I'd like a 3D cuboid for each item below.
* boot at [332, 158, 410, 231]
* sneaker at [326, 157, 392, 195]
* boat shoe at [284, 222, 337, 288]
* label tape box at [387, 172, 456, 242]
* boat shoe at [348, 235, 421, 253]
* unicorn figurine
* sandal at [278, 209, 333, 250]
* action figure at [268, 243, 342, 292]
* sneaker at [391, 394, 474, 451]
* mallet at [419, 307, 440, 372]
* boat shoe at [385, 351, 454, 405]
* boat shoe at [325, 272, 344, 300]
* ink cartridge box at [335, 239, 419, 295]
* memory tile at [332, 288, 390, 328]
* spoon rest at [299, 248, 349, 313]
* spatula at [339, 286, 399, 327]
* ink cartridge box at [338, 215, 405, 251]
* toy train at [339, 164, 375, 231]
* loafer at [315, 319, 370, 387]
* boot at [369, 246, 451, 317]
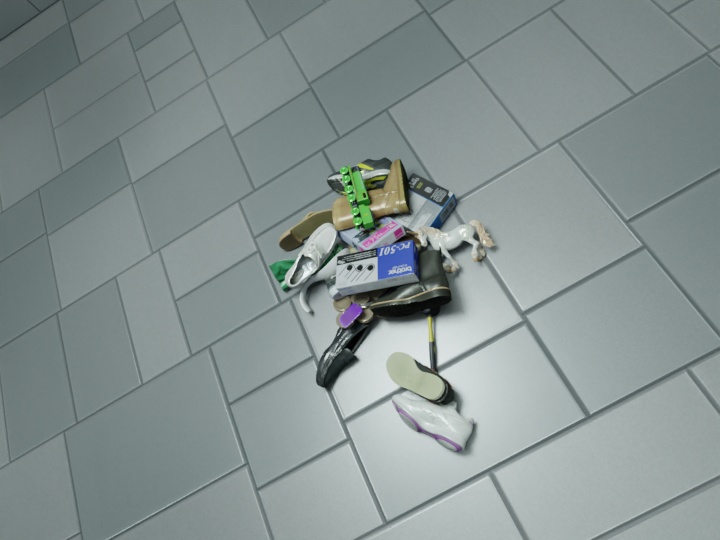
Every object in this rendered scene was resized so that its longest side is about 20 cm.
[{"bbox_3d":[0.024,-0.202,1.404,0.200,0.066,0.175,-13,53,18],"label":"boot"},{"bbox_3d":[0.003,-0.270,1.517,0.200,0.075,0.085,-3,54,15],"label":"sneaker"},{"bbox_3d":[-0.122,-0.035,1.381,0.071,0.069,0.200,34,88,-9],"label":"boat shoe"},{"bbox_3d":[0.135,-0.180,1.431,0.200,0.066,0.143,33,83,25],"label":"label tape box"},{"bbox_3d":[0.068,-0.049,1.409,0.200,0.072,0.065,-4,109,18],"label":"boat shoe"},{"bbox_3d":[0.223,-0.067,1.335,0.200,0.074,0.138,-23,89,-10],"label":"unicorn figurine"},{"bbox_3d":[-0.144,-0.137,1.507,0.211,0.078,0.070,-28,44,17],"label":"sandal"},{"bbox_3d":[-0.140,-0.023,1.456,0.200,0.118,0.055,-23,52,0],"label":"action figure"},{"bbox_3d":[0.167,0.333,1.231,0.200,0.075,0.100,26,60,26],"label":"sneaker"},{"bbox_3d":[0.177,0.167,1.304,0.041,0.066,0.200,-9,82,26],"label":"mallet"},{"bbox_3d":[0.135,0.254,1.248,0.201,0.063,0.074,25,80,51],"label":"boat shoe"},{"bbox_3d":[0.000,0.000,1.361,0.200,0.072,0.071,-26,68,-3],"label":"boat shoe"},{"bbox_3d":[0.039,-0.005,1.282,0.200,0.044,0.094,-12,57,19],"label":"ink cartridge box"},{"bbox_3d":[0.025,0.065,1.369,0.200,0.017,0.154,-16,52,4],"label":"memory tile"},{"bbox_3d":[-0.098,0.019,1.424,0.061,0.099,0.200,38,93,9],"label":"spoon rest"},{"bbox_3d":[0.032,0.076,1.333,0.200,0.021,0.057,-30,29,-13],"label":"spatula"},{"bbox_3d":[0.013,-0.112,1.410,0.119,0.042,0.200,-36,38,-14],"label":"ink cartridge box"},{"bbox_3d":[-0.007,-0.189,1.356,0.056,0.042,0.200,-16,64,4],"label":"toy train"},{"bbox_3d":[-0.045,0.207,1.341,0.070,0.068,0.201,21,74,33],"label":"loafer"},{"bbox_3d":[0.118,0.030,1.293,0.200,0.077,0.139,-13,61,19],"label":"boot"}]
